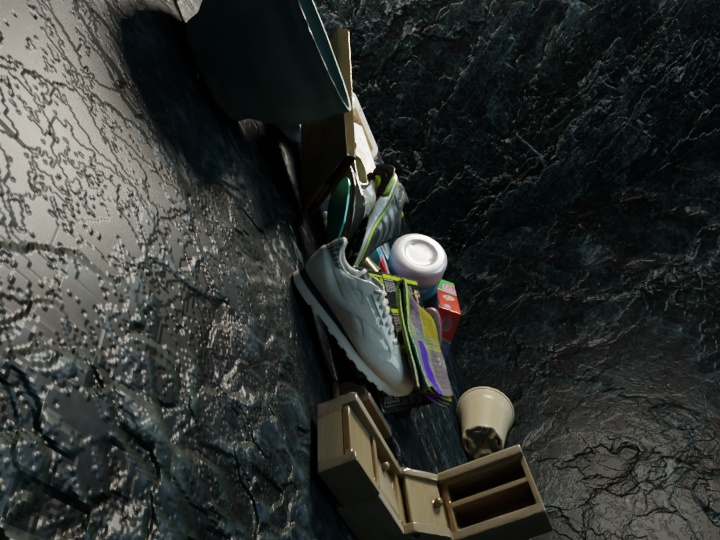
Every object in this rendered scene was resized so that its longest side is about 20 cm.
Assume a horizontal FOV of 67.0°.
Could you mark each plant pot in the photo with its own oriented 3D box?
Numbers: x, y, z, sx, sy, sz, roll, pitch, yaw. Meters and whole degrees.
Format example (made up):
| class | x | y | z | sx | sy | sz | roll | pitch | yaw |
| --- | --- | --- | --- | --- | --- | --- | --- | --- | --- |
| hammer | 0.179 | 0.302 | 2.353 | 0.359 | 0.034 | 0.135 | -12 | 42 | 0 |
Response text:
| class | x | y | z | sx | sy | sz | roll | pitch | yaw |
| --- | --- | --- | --- | --- | --- | --- | --- | --- | --- |
| plant pot | -0.109 | -0.251 | 0.615 | 0.200 | 0.132 | 0.203 | -21 | 90 | -80 |
| plant pot | 0.409 | 0.522 | 1.808 | 0.203 | 0.198 | 0.184 | 67 | 22 | -10 |

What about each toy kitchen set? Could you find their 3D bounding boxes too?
| class | x | y | z | sx | sy | sz | roll | pitch | yaw |
| --- | --- | --- | --- | --- | --- | --- | --- | --- | --- |
| toy kitchen set | 0.069 | 0.177 | 0.577 | 0.164 | 0.178 | 0.202 | -98 | 163 | -57 |

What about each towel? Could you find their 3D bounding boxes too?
| class | x | y | z | sx | sy | sz | roll | pitch | yaw |
| --- | --- | --- | --- | --- | --- | --- | --- | --- | --- |
| towel | 0.087 | 0.102 | 0.727 | 0.200 | 0.022 | 0.146 | 48 | 29 | -64 |

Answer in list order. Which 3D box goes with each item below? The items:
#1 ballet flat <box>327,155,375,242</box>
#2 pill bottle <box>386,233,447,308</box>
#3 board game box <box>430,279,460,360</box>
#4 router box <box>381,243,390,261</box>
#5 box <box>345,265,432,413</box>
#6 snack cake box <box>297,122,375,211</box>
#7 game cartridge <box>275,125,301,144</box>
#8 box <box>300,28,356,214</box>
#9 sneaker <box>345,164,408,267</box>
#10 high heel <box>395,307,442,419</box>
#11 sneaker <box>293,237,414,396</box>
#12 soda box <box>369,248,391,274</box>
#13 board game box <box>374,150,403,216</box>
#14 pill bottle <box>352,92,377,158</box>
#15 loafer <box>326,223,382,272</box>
| class | x | y | z | sx | sy | sz | roll | pitch | yaw |
| --- | --- | --- | --- | --- | --- | --- | --- | --- | --- |
| ballet flat | -0.014 | -0.119 | 0.774 | 0.068 | 0.068 | 0.203 | 10 | 56 | -29 |
| pill bottle | 0.094 | 0.033 | 1.075 | 0.201 | 0.109 | 0.112 | 105 | -22 | -47 |
| board game box | 0.147 | 0.116 | 1.063 | 0.200 | 0.040 | 0.155 | -68 | 174 | -74 |
| router box | 0.016 | -0.076 | 1.159 | 0.150 | 0.061 | 0.202 | 57 | 15 | -56 |
| box | 0.045 | 0.102 | 0.782 | 0.199 | 0.047 | 0.196 | 11 | 61 | -58 |
| snack cake box | -0.038 | -0.183 | 0.922 | 0.114 | 0.067 | 0.202 | 20 | 41 | -36 |
| game cartridge | -0.139 | -0.307 | 0.865 | 0.133 | 0.040 | 0.203 | 25 | 46 | -72 |
| box | -0.050 | -0.204 | 0.762 | 0.163 | 0.021 | 0.203 | 139 | -48 | -58 |
| sneaker | 0.019 | -0.057 | 0.827 | 0.081 | 0.202 | 0.073 | 36 | -13 | -38 |
| high heel | 0.101 | 0.149 | 0.933 | 0.096 | 0.067 | 0.203 | -30 | 139 | -68 |
| sneaker | 0.008 | 0.058 | 0.641 | 0.201 | 0.080 | 0.076 | 51 | 4 | -4 |
| soda box | 0.018 | 0.007 | 0.977 | 0.064 | 0.067 | 0.203 | -66 | 134 | -77 |
| board game box | 0.025 | -0.204 | 1.340 | 0.167 | 0.056 | 0.200 | 66 | -9 | -14 |
| pill bottle | -0.048 | -0.321 | 1.164 | 0.115 | 0.113 | 0.201 | -97 | 163 | -56 |
| loafer | 0.000 | 0.000 | 0.894 | 0.076 | 0.067 | 0.203 | 14 | 56 | -79 |
